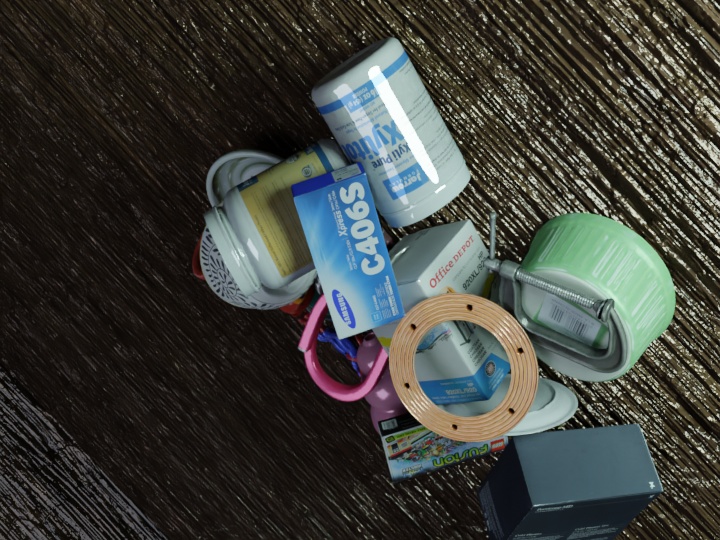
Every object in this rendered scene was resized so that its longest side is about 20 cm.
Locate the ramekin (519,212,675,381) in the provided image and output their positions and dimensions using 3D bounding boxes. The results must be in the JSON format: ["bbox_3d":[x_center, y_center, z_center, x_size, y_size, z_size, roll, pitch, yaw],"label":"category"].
[{"bbox_3d":[0.277,0.040,1.147,0.198,0.098,0.203,28,142,25],"label":"ramekin"}]

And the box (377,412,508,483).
[{"bbox_3d":[0.132,0.259,1.459,0.035,0.196,0.112,-109,4,-54],"label":"box"}]

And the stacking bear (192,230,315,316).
[{"bbox_3d":[-0.156,0.000,1.463,0.198,0.123,0.113,33,170,-27],"label":"stacking bear"}]

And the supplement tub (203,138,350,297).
[{"bbox_3d":[-0.092,-0.067,1.218,0.147,0.197,0.145,62,176,7],"label":"supplement tub"}]

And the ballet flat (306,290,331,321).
[{"bbox_3d":[-0.013,0.066,1.512,0.198,0.074,0.075,10,133,45],"label":"ballet flat"}]

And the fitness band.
[{"bbox_3d":[-0.018,0.107,1.428,0.142,0.037,0.203,31,116,14],"label":"fitness band"}]

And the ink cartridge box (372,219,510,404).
[{"bbox_3d":[0.115,0.060,1.294,0.143,0.147,0.202,-12,116,49],"label":"ink cartridge box"}]

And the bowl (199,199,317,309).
[{"bbox_3d":[-0.127,-0.018,1.349,0.094,0.198,0.204,43,157,55],"label":"bowl"}]

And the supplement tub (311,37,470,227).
[{"bbox_3d":[0.039,-0.172,1.159,0.131,0.132,0.202,-12,116,51],"label":"supplement tub"}]

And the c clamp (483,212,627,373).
[{"bbox_3d":[0.227,0.040,1.089,0.198,0.027,0.173,28,141,26],"label":"c clamp"}]

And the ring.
[{"bbox_3d":[0.131,0.124,1.188,0.196,0.019,0.205,6,108,19],"label":"ring"}]

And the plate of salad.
[{"bbox_3d":[0.204,0.194,1.294,0.197,0.198,0.049,9,110,41],"label":"plate of salad"}]

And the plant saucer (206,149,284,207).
[{"bbox_3d":[-0.142,-0.119,1.446,0.196,0.051,0.202,13,139,11],"label":"plant saucer"}]

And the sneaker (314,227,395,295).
[{"bbox_3d":[0.000,0.000,1.424,0.114,0.076,0.201,34,143,11],"label":"sneaker"}]

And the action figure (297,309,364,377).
[{"bbox_3d":[-0.017,0.135,1.598,0.200,0.052,0.065,45,151,-6],"label":"action figure"}]

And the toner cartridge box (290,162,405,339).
[{"bbox_3d":[-0.014,-0.022,1.150,0.043,0.093,0.203,-108,1,-64],"label":"toner cartridge box"}]

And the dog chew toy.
[{"bbox_3d":[0.057,0.187,1.504,0.123,0.125,0.203,1,125,45],"label":"dog chew toy"}]

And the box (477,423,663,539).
[{"bbox_3d":[0.290,0.311,1.309,0.184,0.195,0.106,108,155,-52],"label":"box"}]
